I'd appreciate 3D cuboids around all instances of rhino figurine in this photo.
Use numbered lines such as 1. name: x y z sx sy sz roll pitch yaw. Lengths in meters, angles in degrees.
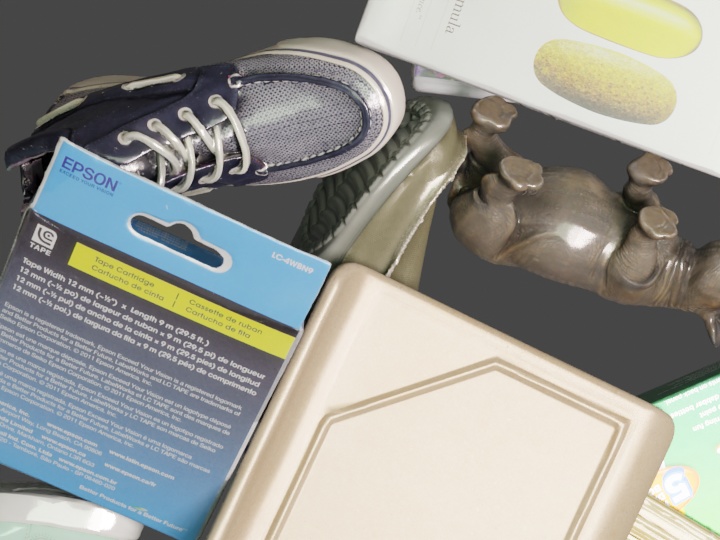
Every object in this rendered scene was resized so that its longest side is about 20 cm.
1. rhino figurine: 0.136 -0.016 1.505 0.199 0.088 0.060 21 54 -3

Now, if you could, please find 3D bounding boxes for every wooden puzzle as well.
1. wooden puzzle: 0.036 0.117 1.472 0.199 0.037 0.186 26 89 -12

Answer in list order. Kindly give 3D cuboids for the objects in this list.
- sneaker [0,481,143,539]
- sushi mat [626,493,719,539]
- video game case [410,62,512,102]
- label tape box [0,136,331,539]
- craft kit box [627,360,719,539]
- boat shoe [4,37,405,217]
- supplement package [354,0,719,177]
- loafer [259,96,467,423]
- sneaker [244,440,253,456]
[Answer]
1. sneaker: -0.205 0.170 1.511 0.199 0.074 0.119 -3 89 8
2. sushi mat: 0.122 0.154 1.504 0.199 0.012 0.096 31 92 -3
3. video game case: 0.134 -0.172 1.522 0.199 0.023 0.183 7 93 -2
4. label tape box: -0.107 0.024 1.433 0.143 0.066 0.201 24 126 -4
5. craft kit box: 0.148 0.172 1.533 0.199 0.049 0.198 -23 96 1
6. boat shoe: -0.080 -0.061 1.454 0.199 0.093 0.075 -8 112 27
7. supplement package: 0.114 -0.129 1.443 0.199 0.110 0.114 20 96 8
8. loafer: 0.000 0.000 1.503 0.069 0.075 0.200 28 111 -19
9. sneaker: -0.043 0.180 1.516 0.088 0.075 0.201 14 83 -6
